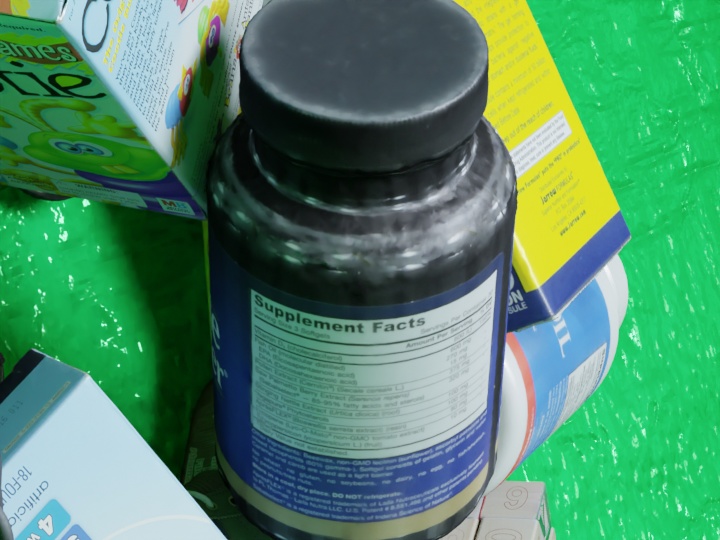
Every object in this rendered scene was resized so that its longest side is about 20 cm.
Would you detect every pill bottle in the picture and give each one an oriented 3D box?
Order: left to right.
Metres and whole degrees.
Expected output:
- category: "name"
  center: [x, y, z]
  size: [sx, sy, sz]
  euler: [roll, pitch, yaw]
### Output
- category: "pill bottle"
  center: [0.000, 0.000, 0.846]
  size: [0.112, 0.111, 0.201]
  euler: [-68, 164, -48]
- category: "pill bottle"
  center: [0.064, 0.035, 1.164]
  size: [0.200, 0.112, 0.113]
  euler: [-35, 107, -61]

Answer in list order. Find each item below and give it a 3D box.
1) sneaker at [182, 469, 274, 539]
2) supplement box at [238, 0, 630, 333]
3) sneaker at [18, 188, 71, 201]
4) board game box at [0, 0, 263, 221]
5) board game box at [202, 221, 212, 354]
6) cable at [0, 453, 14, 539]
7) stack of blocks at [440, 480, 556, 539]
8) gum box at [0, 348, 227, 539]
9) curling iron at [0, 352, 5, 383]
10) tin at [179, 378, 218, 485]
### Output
- category: "sneaker"
  center: [-0.077, 0.116, 0.897]
  size: [0.200, 0.067, 0.090]
  euler: [29, 56, -32]
- category: "supplement box"
  center: [0.012, -0.069, 0.972]
  size: [0.201, 0.108, 0.109]
  euler: [64, 30, -7]
- category: "sneaker"
  center: [-0.123, -0.130, 0.917]
  size: [0.076, 0.115, 0.201]
  euler: [-41, 112, -58]
- category: "board game box"
  center: [-0.108, -0.100, 0.776]
  size: [0.200, 0.102, 0.105]
  euler: [59, 41, -72]
- category: "board game box"
  center: [-0.020, 0.011, 1.026]
  size: [0.101, 0.047, 0.201]
  euler: [29, 48, -51]
- category: "cable"
  center: [-0.193, 0.047, 0.694]
  size: [0.199, 0.051, 0.164]
  euler: [25, 71, -22]
- category: "stack of blocks"
  center: [0.045, 0.181, 1.071]
  size: [0.200, 0.058, 0.116]
  euler: [-67, 152, -53]
- category: "gum box"
  center: [-0.104, 0.158, 0.798]
  size: [0.170, 0.044, 0.200]
  euler: [-47, 124, -19]
- category: "curling iron"
  center: [-0.196, 0.032, 0.799]
  size: [0.200, 0.025, 0.050]
  euler: [8, 106, -55]
- category: "tin"
  center: [-0.039, 0.127, 1.018]
  size: [0.112, 0.042, 0.201]
  euler: [51, 36, -42]
